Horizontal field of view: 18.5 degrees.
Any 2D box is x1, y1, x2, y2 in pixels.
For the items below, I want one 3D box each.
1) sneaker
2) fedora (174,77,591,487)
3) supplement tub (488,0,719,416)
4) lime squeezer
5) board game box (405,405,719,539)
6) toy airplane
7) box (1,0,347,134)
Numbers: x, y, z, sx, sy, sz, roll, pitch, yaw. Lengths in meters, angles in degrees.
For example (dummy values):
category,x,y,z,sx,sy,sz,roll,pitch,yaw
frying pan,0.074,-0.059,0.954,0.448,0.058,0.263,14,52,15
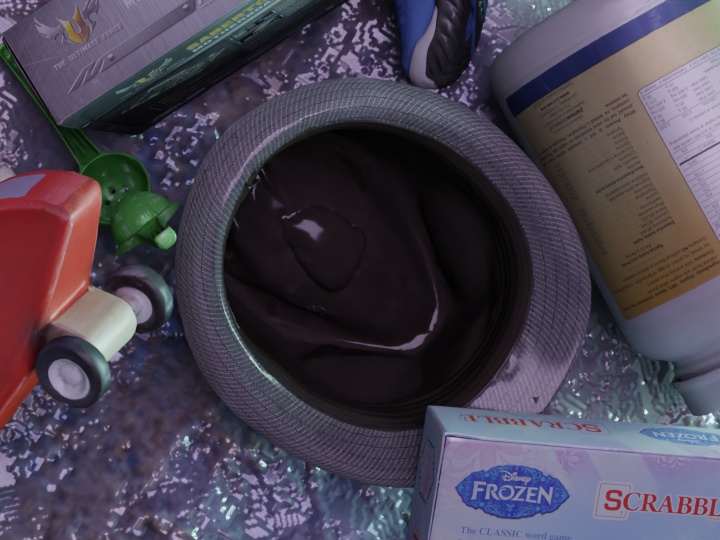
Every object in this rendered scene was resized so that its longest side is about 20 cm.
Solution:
category,x,y,z,sx,sy,sz,roll,pitch,yaw
sneaker,0.021,-0.187,1.100,0.077,0.076,0.201,-5,83,10
fedora,0.000,0.000,1.038,0.199,0.090,0.177,29,90,-20
supplement tub,0.166,-0.046,1.065,0.144,0.144,0.201,-28,89,-16
lime squeezer,-0.109,-0.040,1.011,0.038,0.200,0.071,-24,128,-16
board game box,0.114,0.169,1.034,0.199,0.041,0.201,6,105,-13
toy airplane,-0.189,0.037,0.949,0.141,0.200,0.199,41,82,-3
box,-0.049,-0.134,0.990,0.200,0.158,0.048,-32,87,7
